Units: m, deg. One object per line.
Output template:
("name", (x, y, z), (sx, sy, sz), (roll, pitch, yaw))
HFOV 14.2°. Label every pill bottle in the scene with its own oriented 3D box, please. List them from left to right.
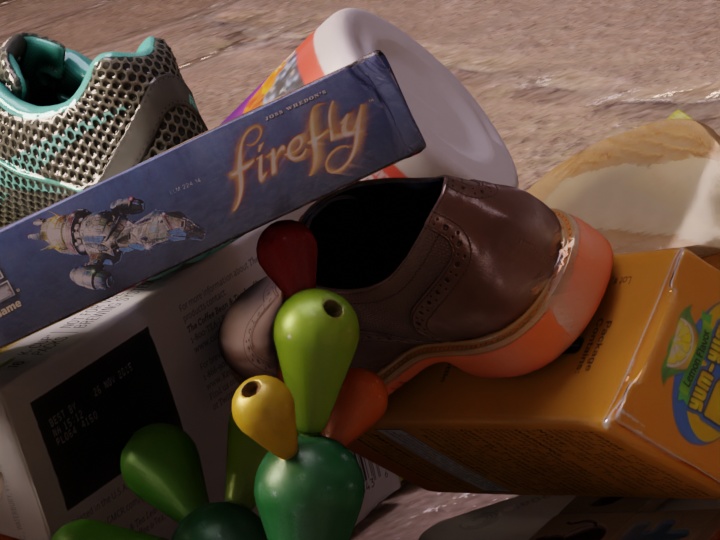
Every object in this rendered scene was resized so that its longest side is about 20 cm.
("pill bottle", (-0.038, -0.007, 1.240), (0.200, 0.111, 0.111), (-43, 6, 19))

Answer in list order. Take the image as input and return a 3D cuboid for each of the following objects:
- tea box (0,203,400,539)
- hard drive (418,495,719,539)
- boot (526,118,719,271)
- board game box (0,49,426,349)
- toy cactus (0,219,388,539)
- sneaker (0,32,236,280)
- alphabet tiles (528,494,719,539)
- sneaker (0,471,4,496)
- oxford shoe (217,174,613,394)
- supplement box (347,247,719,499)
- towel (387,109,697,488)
("tea box", (-0.129, 0.072, 1.113), (0.196, 0.134, 0.200), (-5, 18, 37))
("hard drive", (0.096, 0.107, 0.942), (0.132, 0.026, 0.200), (-18, 15, -2))
("boot", (0.156, 0.016, 0.994), (0.201, 0.144, 0.071), (-6, 44, 43))
("board game box", (-0.076, -0.015, 0.939), (0.200, 0.035, 0.135), (-25, 4, 2))
("toy cactus", (-0.038, 0.100, 0.904), (0.102, 0.200, 0.165), (12, 30, -44))
("sneaker", (-0.123, -0.045, 1.090), (0.200, 0.091, 0.078), (-4, 17, 41))
("alphabet tiles", (0.116, 0.091, 0.912), (0.167, 0.008, 0.200), (-6, 19, 36))
("sneaker", (-0.192, 0.082, 0.950), (0.080, 0.089, 0.200), (4, 11, -36))
("oxford shoe", (0.000, 0.000, 0.980), (0.200, 0.073, 0.071), (-18, 44, 54))
("supplement box", (0.063, 0.038, 0.988), (0.200, 0.069, 0.067), (-6, 56, 62))
("towel", (0.073, 0.011, 1.191), (0.200, 0.018, 0.086), (-35, 33, -3))
